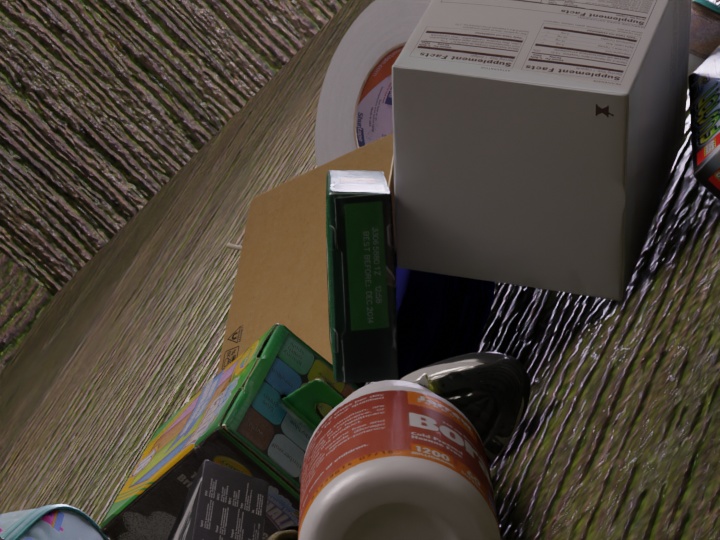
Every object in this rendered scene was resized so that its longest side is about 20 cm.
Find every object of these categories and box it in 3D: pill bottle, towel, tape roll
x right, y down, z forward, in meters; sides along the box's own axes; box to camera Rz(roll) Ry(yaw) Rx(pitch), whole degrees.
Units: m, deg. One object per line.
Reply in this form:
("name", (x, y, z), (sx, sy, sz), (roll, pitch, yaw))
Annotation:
("pill bottle", (0.020, 0.131, 1.521), (0.112, 0.112, 0.200), (-47, 10, 11))
("towel", (0.056, 0.011, 1.843), (0.200, 0.049, 0.148), (-95, 24, -63))
("tape roll", (0.053, -0.116, 2.054), (0.200, 0.066, 0.202), (-15, 70, 46))

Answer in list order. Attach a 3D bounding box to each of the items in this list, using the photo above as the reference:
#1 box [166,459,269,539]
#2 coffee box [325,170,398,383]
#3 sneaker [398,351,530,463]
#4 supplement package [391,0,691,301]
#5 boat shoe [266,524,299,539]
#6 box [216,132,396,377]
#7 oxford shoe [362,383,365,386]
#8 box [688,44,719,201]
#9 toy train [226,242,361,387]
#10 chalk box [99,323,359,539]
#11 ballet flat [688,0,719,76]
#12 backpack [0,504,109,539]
("box", (-0.111, 0.238, 1.666), (0.200, 0.050, 0.158), (-86, 18, -60))
("coffee box", (0.000, 0.000, 1.744), (0.200, 0.044, 0.124), (-106, 14, -85))
("sneaker", (0.047, 0.085, 1.689), (0.200, 0.074, 0.085), (-36, 15, 52))
("supplement package", (0.119, -0.106, 1.710), (0.200, 0.150, 0.153), (-62, -25, -52))
("boat shoe", (-0.034, 0.187, 1.677), (0.200, 0.065, 0.072), (-46, 13, 22))
("box", (-0.036, 0.009, 1.946), (0.163, 0.021, 0.201), (-23, 46, 41))
("oxford shoe", (-0.053, 0.107, 2.109), (0.073, 0.072, 0.200), (-35, 8, -31))
("box", (0.254, -0.117, 1.666), (0.110, 0.035, 0.200), (-46, 10, 19))
("toy train", (-0.054, 0.041, 2.019), (0.199, 0.085, 0.116), (13, 54, 37))
("chalk box", (-0.060, 0.133, 1.838), (0.200, 0.124, 0.124), (-40, 13, 37))
("ballet flat", (0.230, -0.166, 1.915), (0.200, 0.068, 0.068), (-74, 9, -81))
("backpack", (-0.239, 0.270, 1.963), (0.153, 0.176, 0.200), (-21, 23, 33))
